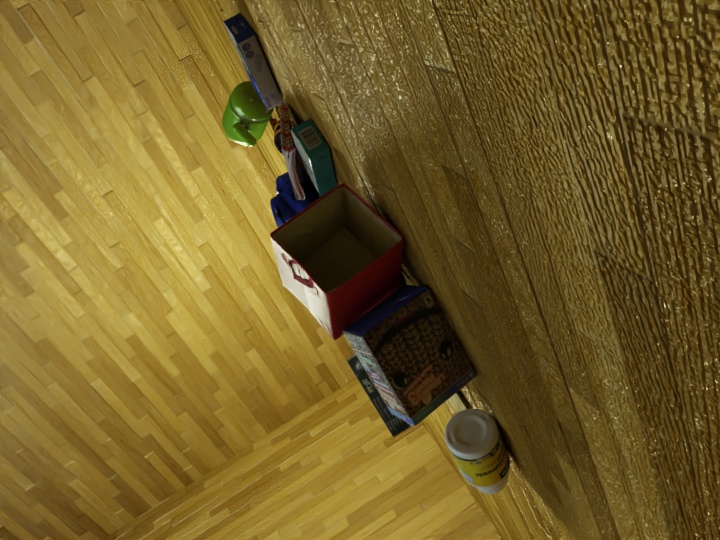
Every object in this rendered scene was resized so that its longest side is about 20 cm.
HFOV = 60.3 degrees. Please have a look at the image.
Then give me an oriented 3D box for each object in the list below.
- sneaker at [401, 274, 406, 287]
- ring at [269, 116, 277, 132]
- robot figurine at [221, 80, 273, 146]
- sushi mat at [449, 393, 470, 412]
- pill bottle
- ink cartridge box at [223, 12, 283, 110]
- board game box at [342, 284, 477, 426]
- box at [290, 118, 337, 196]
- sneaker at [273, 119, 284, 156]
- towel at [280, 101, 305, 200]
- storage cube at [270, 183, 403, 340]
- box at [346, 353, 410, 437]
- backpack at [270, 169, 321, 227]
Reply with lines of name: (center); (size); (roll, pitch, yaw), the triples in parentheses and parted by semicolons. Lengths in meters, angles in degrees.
sneaker: (0.024, -0.028, 1.286); (0.200, 0.074, 0.089); (54, 174, 37)
ring: (-0.201, -0.342, 1.727); (0.201, 0.019, 0.200); (63, -176, -7)
robot figurine: (-0.295, -0.413, 1.627); (0.115, 0.176, 0.200); (24, 148, -14)
sushi mat: (0.250, 0.339, 1.564); (0.096, 0.012, 0.200); (58, 174, 26)
pill bottle: (0.254, 0.389, 1.309); (0.111, 0.111, 0.200); (52, 172, 48)
ink cartridge box: (-0.240, -0.469, 1.406); (0.094, 0.044, 0.200); (57, 175, 31)
board game box: (0.092, 0.153, 1.151); (0.200, 0.159, 0.097); (59, 162, -14)
box: (-0.098, -0.241, 1.349); (0.082, 0.049, 0.200); (58, 174, 14)
sneaker: (-0.167, -0.303, 1.614); (0.200, 0.070, 0.090); (63, -170, -45)
towel: (-0.154, -0.278, 1.437); (0.147, 0.030, 0.201); (78, -177, -47)
storage cube: (-0.038, -0.014, 1.149); (0.171, 0.200, 0.180); (44, 158, 24)
box: (0.049, 0.273, 1.442); (0.200, 0.043, 0.160); (58, -173, 5)
backpack: (-0.139, -0.164, 1.540); (0.200, 0.167, 0.163); (55, 161, 40)
